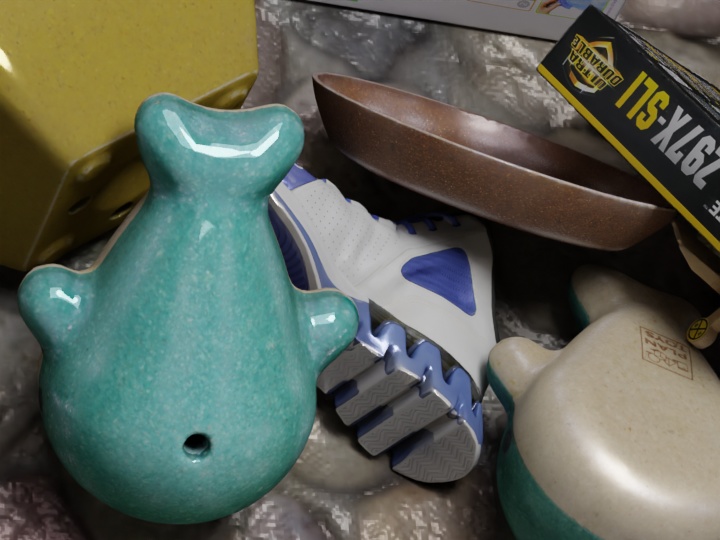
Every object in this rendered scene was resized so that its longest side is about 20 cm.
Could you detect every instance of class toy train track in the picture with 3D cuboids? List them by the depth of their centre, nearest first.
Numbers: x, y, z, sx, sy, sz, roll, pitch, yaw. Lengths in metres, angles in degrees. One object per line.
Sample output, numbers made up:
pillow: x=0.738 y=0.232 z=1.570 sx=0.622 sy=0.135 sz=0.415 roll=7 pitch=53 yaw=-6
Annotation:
toy train track: x=0.188 y=0.046 z=1.363 sx=0.115 sy=0.032 sz=0.200 roll=39 pitch=23 yaw=-28

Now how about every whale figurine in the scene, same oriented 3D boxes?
whale figurine: x=-0.075 y=0.023 z=1.263 sx=0.158 sy=0.201 sz=0.104 roll=7 pitch=25 yaw=-14
whale figurine: x=0.128 y=0.083 z=1.380 sx=0.158 sy=0.104 sz=0.201 roll=21 pitch=34 yaw=-11

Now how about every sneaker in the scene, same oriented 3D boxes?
sneaker: x=0.001 y=0.001 z=1.379 sx=0.200 sy=0.080 sz=0.115 roll=47 pitch=42 yaw=-15

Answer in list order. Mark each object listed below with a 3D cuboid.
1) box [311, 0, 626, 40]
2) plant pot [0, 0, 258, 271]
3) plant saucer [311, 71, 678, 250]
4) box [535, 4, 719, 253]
box: x=0.051 y=-0.208 z=1.519 sx=0.199 sy=0.102 sz=0.113 roll=7 pitch=57 yaw=-15
plant pot: x=-0.158 y=-0.122 z=1.343 sx=0.194 sy=0.196 sz=0.200 roll=-29 pitch=75 yaw=-31
plant saucer: x=0.065 y=-0.052 z=1.406 sx=0.199 sy=0.200 sz=0.035 roll=17 pitch=99 yaw=-8
box: x=0.196 y=-0.039 z=1.400 sx=0.159 sy=0.049 sz=0.200 roll=28 pitch=17 yaw=-51
